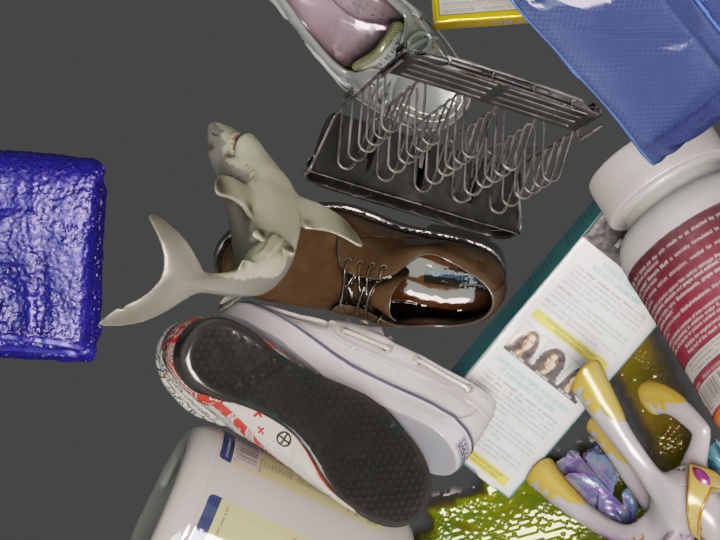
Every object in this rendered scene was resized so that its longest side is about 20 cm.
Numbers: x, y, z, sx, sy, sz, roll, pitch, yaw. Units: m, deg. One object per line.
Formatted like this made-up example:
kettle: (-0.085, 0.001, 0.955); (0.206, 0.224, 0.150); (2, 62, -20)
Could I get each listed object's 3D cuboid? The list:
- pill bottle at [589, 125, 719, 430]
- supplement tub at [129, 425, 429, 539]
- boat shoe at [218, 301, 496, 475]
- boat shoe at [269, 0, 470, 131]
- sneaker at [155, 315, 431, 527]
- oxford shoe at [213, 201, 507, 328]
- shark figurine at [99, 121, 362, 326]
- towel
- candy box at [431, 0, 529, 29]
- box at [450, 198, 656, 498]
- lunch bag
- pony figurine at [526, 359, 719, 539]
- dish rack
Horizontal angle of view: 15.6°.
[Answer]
pill bottle: (0.235, 0.005, 1.686); (0.109, 0.110, 0.200); (-32, 72, 7)
supplement tub: (-0.052, 0.207, 1.777); (0.200, 0.145, 0.145); (25, 103, -8)
boat shoe: (-0.002, 0.069, 1.770); (0.200, 0.065, 0.074); (30, 145, 17)
boat shoe: (-0.006, -0.163, 1.719); (0.074, 0.065, 0.202); (-42, 106, 9)
sneaker: (-0.047, 0.095, 1.737); (0.201, 0.108, 0.067); (36, 80, -15)
oxford shoe: (0.000, 0.000, 1.755); (0.200, 0.084, 0.073); (3, 109, 0)
shark figurine: (-0.082, -0.003, 1.691); (0.128, 0.215, 0.090); (35, 120, -5)
towel: (-0.273, -0.009, 1.763); (0.200, 0.050, 0.148); (2, 106, -2)
candy box: (0.143, -0.215, 1.715); (0.200, 0.026, 0.102); (-4, 80, 0)
box: (0.132, 0.052, 1.790); (0.082, 0.049, 0.200); (38, 101, -10)
lunch bag: (0.184, -0.174, 1.620); (0.132, 0.136, 0.200); (-37, 115, 16)
pony figurine: (0.202, 0.178, 1.736); (0.200, 0.166, 0.193); (47, 139, 26)
dish rack: (0.061, -0.083, 1.679); (0.153, 0.200, 0.055); (15, 74, -14)
